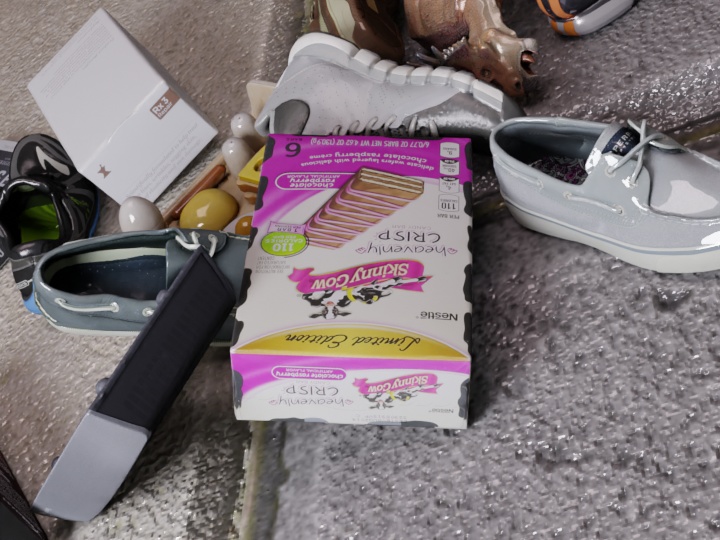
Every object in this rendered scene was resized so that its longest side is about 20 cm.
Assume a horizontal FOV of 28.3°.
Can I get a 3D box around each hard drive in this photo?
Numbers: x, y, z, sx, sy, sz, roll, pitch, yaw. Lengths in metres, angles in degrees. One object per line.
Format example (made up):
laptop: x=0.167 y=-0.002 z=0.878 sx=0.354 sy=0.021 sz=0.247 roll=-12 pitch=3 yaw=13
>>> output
hard drive: x=-0.136 y=0.078 z=0.852 sx=0.135 sy=0.042 sz=0.200 roll=-59 pitch=6 yaw=-32

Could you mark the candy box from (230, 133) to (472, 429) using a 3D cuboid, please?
candy box: x=0.000 y=0.000 z=0.863 sx=0.135 sy=0.061 sz=0.201 roll=1 pitch=43 yaw=2

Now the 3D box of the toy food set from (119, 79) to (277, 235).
toy food set: x=-0.101 y=-0.062 z=1.052 sx=0.143 sy=0.061 sz=0.200 roll=17 pitch=59 yaw=47

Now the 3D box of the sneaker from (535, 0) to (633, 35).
sneaker: x=0.198 y=-0.266 z=1.016 sx=0.200 sy=0.112 sz=0.078 roll=-41 pitch=37 yaw=-11

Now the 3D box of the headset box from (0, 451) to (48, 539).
headset box: x=-0.303 y=0.163 z=0.933 sx=0.148 sy=0.075 sz=0.200 roll=-39 pitch=37 yaw=-7

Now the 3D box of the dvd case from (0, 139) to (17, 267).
dvd case: x=-0.342 y=-0.034 z=1.232 sx=0.150 sy=0.025 sz=0.200 roll=12 pitch=56 yaw=44

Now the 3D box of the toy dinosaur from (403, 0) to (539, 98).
toy dinosaur: x=0.067 y=-0.191 z=1.066 sx=0.085 sy=0.137 sz=0.200 roll=2 pitch=10 yaw=-11

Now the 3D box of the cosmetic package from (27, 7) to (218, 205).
cosmetic package: x=-0.201 y=-0.135 z=1.191 sx=0.102 sy=0.074 sz=0.200 roll=-45 pitch=37 yaw=4

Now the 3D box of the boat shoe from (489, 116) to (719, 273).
boat shoe: x=0.153 y=-0.053 z=0.840 sx=0.200 sy=0.072 sz=0.070 roll=15 pitch=57 yaw=46

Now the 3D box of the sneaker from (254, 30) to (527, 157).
sneaker: x=0.012 y=-0.084 z=0.971 sx=0.199 sy=0.075 sz=0.116 roll=21 pitch=67 yaw=32

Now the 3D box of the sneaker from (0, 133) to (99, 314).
sneaker: x=-0.248 y=-0.052 z=1.124 sx=0.070 sy=0.083 sz=0.200 roll=-15 pitch=39 yaw=-1

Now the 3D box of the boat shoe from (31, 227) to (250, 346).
boat shoe: x=-0.115 y=0.007 z=0.931 sx=0.199 sy=0.062 sz=0.073 roll=-3 pitch=69 yaw=0

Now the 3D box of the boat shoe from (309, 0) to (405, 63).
boat shoe: x=-0.016 y=-0.197 z=1.136 sx=0.075 sy=0.075 sz=0.203 roll=-45 pitch=21 yaw=22
